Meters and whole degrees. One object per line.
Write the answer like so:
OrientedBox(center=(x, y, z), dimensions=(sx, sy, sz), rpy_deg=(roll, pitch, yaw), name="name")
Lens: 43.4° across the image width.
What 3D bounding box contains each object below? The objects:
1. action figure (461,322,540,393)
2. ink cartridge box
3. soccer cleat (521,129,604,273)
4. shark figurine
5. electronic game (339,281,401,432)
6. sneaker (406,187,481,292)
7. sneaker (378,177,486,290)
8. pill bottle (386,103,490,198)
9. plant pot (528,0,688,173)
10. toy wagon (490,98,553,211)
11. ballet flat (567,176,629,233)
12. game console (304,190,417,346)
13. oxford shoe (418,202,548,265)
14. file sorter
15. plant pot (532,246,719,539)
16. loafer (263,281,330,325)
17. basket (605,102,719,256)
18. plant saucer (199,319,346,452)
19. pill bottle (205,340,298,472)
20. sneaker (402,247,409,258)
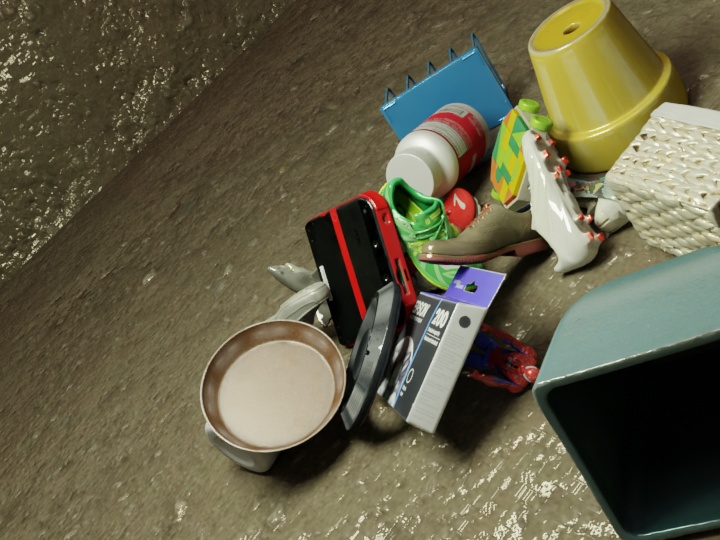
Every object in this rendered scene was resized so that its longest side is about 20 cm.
OrientedBox(center=(0.138, 0.095, 1.097), dimensions=(0.199, 0.098, 0.066), rpy_deg=(20, 85, 56), name="action figure")
OrientedBox(center=(0.091, 0.081, 1.105), dimensions=(0.202, 0.043, 0.198), rpy_deg=(-64, 10, -2), name="ink cartridge box")
OrientedBox(center=(0.246, -0.093, 1.185), dimensions=(0.077, 0.069, 0.202), rpy_deg=(-38, 60, 34), name="soccer cleat")
OrientedBox(center=(-0.036, 0.045, 1.439), dimensions=(0.212, 0.128, 0.091), rpy_deg=(6, 75, 32), name="shark figurine")
OrientedBox(center=(0.015, 0.112, 1.186), dimensions=(0.200, 0.041, 0.203), rpy_deg=(-161, 89, -85), name="electronic game")
OrientedBox(center=(0.123, -0.063, 1.359), dimensions=(0.076, 0.085, 0.201), rpy_deg=(-13, 38, 38), name="sneaker")
OrientedBox(center=(0.096, -0.049, 1.258), dimensions=(0.074, 0.200, 0.084), rpy_deg=(-41, -14, -23), name="sneaker")
OrientedBox(center=(0.123, -0.185, 1.457), dimensions=(0.111, 0.113, 0.200), rpy_deg=(-14, 19, 39), name="pill bottle")
OrientedBox(center=(0.338, -0.276, 1.294), dimensions=(0.199, 0.189, 0.202), rpy_deg=(-29, 30, 19), name="plant pot")
OrientedBox(center=(0.228, -0.172, 1.339), dimensions=(0.201, 0.039, 0.157), rpy_deg=(-100, 21, -60), name="toy wagon")
OrientedBox(center=(0.313, -0.087, 1.194), dimensions=(0.199, 0.069, 0.072), rpy_deg=(9, 72, 60), name="ballet flat")
OrientedBox(center=(0.000, 0.000, 1.311), dimensions=(0.031, 0.203, 0.176), rpy_deg=(-14, -5, -38), name="game console")
OrientedBox(center=(0.159, -0.049, 1.201), dimensions=(0.197, 0.076, 0.070), rpy_deg=(-10, 6, -30), name="oxford shoe")
OrientedBox(center=(0.155, -0.308, 1.627), dimensions=(0.198, 0.139, 0.123), rpy_deg=(-29, 25, 19), name="file sorter")
OrientedBox(center=(0.294, 0.089, 0.822), dimensions=(0.194, 0.198, 0.201), rpy_deg=(-22, 24, 30), name="plant pot")
OrientedBox(center=(-0.098, 0.082, 1.392), dimensions=(0.070, 0.070, 0.200), rpy_deg=(-30, -8, -40), name="loafer")
OrientedBox(center=(0.390, -0.089, 1.013), dimensions=(0.123, 0.136, 0.200), rpy_deg=(-44, 27, -5), name="basket")
OrientedBox(center=(-0.115, 0.158, 1.212), dimensions=(0.197, 0.035, 0.203), rpy_deg=(-4, 53, 6), name="plant saucer")
OrientedBox(center=(-0.126, 0.176, 1.292), dimensions=(0.110, 0.111, 0.201), rpy_deg=(-5, 43, 48), name="pill bottle")
OrientedBox(center=(0.057, -0.067, 1.468), dimensions=(0.099, 0.070, 0.201), rpy_deg=(-36, 24, 25), name="sneaker")
